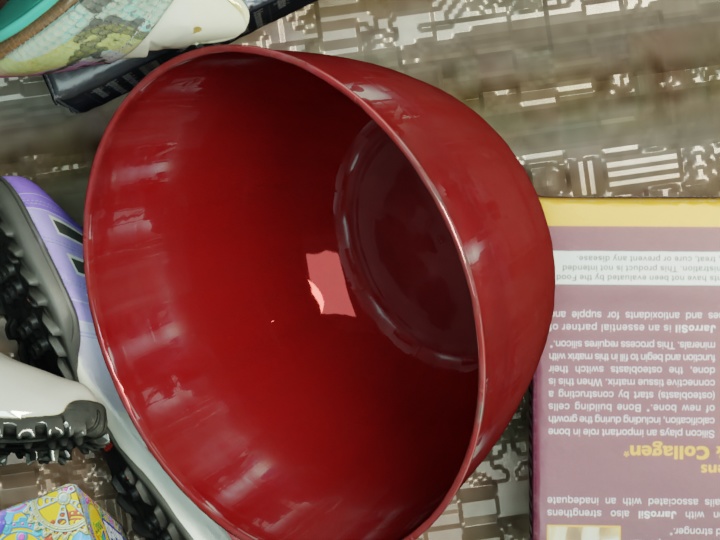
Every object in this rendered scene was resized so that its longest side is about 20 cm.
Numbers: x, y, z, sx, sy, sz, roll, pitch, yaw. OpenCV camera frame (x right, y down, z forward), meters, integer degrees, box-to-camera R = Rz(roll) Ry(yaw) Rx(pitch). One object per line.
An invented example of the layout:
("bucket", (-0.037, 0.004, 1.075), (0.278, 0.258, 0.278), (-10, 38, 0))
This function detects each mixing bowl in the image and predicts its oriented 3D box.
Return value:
("mixing bowl", (0.000, 0.000, 1.051), (0.199, 0.108, 0.201), (17, 118, 37))

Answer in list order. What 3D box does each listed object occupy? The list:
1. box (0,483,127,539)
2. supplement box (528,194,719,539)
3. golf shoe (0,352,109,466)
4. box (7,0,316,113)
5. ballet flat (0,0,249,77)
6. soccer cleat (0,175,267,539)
("box", (-0.166, 0.212, 1.075), (0.199, 0.122, 0.194), (-19, 77, 0))
("supplement box", (0.122, 0.070, 1.110), (0.110, 0.086, 0.201), (0, 91, 3))
("golf shoe", (-0.188, 0.022, 1.098), (0.199, 0.078, 0.095), (12, 81, 16))
("box", (-0.069, -0.194, 1.090), (0.199, 0.117, 0.198), (-25, 92, -1))
("ballet flat", (-0.052, -0.131, 1.007), (0.071, 0.069, 0.200), (41, 90, -22))
("soccer cleat", (-0.087, 0.040, 1.129), (0.073, 0.068, 0.201), (-32, 88, -22))
